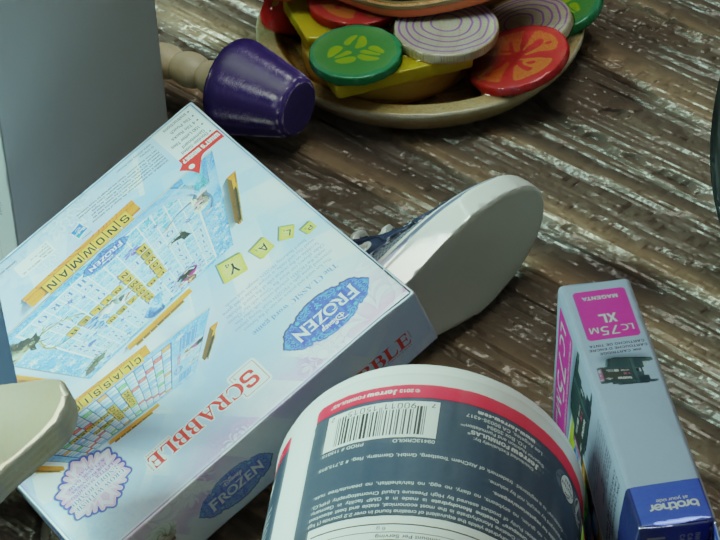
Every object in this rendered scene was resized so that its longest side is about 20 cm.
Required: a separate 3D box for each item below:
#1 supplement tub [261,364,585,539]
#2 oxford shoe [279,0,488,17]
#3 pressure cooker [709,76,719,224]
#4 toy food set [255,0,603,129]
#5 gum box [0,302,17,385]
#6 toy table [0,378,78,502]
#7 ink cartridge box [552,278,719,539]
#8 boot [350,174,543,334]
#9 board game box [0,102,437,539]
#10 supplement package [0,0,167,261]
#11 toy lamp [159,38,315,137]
[{"bbox_3d":[0.021,0.150,1.217,0.140,0.140,0.200,3,39,7],"label":"supplement tub"},{"bbox_3d":[0.005,-0.193,1.629,0.200,0.073,0.071,2,38,6],"label":"oxford shoe"},{"bbox_3d":[0.274,-0.067,1.439,0.200,0.179,0.176,2,63,-9],"label":"pressure cooker"},{"bbox_3d":[0.039,-0.149,1.669,0.200,0.049,0.198,-14,40,-14],"label":"toy food set"},{"bbox_3d":[-0.269,0.008,1.326,0.200,0.170,0.045,2,37,12],"label":"gum box"},{"bbox_3d":[-0.216,0.111,1.269,0.200,0.184,0.117,1,57,1],"label":"toy table"},{"bbox_3d":[0.123,0.111,1.277,0.042,0.119,0.200,-8,39,-8],"label":"ink cartridge box"},{"bbox_3d":[0.000,0.000,1.461,0.090,0.073,0.200,30,51,32],"label":"boot"},{"bbox_3d":[-0.098,0.036,1.394,0.200,0.041,0.200,-40,48,-9],"label":"board game box"},{"bbox_3d":[-0.194,-0.125,1.530,0.111,0.200,0.156,17,42,23],"label":"supplement package"},{"bbox_3d":[-0.115,-0.122,1.639,0.200,0.058,0.058,23,45,29],"label":"toy lamp"}]
